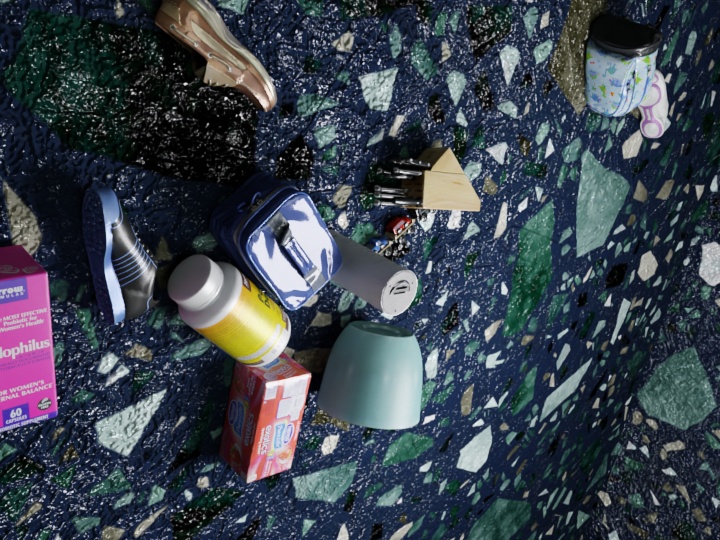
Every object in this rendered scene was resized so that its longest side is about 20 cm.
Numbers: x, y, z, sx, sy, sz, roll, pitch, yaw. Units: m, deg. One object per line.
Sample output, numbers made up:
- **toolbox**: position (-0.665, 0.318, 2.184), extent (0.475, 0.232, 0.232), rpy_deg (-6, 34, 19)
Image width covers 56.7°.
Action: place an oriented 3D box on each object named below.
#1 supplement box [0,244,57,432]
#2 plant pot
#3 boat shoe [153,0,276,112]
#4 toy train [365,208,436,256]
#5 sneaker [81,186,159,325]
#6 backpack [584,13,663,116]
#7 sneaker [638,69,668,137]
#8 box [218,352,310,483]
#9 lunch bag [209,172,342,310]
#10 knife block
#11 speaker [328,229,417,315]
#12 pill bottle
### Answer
- **supplement box**: position (-0.435, 0.083, 0.796), extent (0.101, 0.103, 0.201), rpy_deg (-14, 119, -40)
- **plant pot**: position (0.027, 0.186, 1.262), extent (0.200, 0.200, 0.161), rpy_deg (3, 98, -46)
- **boat shoe**: position (-0.189, -0.277, 0.873), extent (0.072, 0.076, 0.200), rpy_deg (-50, 129, -7)
- **toy train**: position (0.073, -0.080, 1.273), extent (0.200, 0.034, 0.046), rpy_deg (-43, 132, -22)
- **sneaker**: position (-0.315, -0.024, 0.889), extent (0.078, 0.070, 0.200), rpy_deg (-25, 134, -40)
- **backpack**: position (0.586, -0.450, 1.512), extent (0.154, 0.163, 0.200), rpy_deg (-45, 144, -6)
- **sneaker**: position (0.772, -0.453, 1.765), extent (0.100, 0.075, 0.200), rpy_deg (-59, 143, -31)
- **box**: position (-0.169, 0.252, 1.164), extent (0.100, 0.095, 0.201), rpy_deg (-5, 115, -43)
- **lunch bag**: position (-0.123, -0.047, 1.016), extent (0.136, 0.132, 0.200), rpy_deg (-48, 138, -15)
- **knife block**: position (0.118, -0.137, 1.235), extent (0.176, 0.064, 0.200), rpy_deg (-50, 123, -21)
- **speaker**: position (0.000, 0.000, 1.115), extent (0.081, 0.200, 0.081), rpy_deg (-23, 126, -35)
- **pill bottle**: position (-0.199, 0.060, 1.016), extent (0.109, 0.109, 0.200), rpy_deg (-52, 139, -10)
